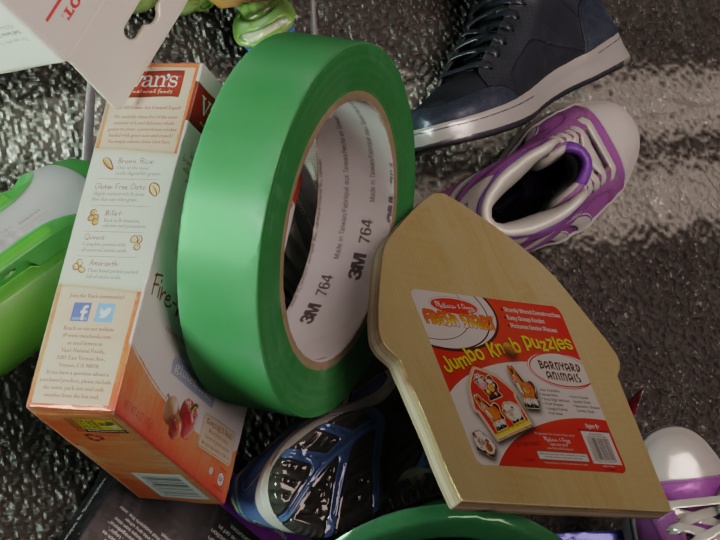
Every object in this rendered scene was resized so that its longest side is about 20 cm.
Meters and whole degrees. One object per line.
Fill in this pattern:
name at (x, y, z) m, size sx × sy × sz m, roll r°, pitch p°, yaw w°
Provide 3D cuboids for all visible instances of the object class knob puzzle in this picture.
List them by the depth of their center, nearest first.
knob puzzle at (0.069, 0.048, 1.518) m, size 0.220 × 0.030 × 0.220 m, roll 29°, pitch 40°, yaw -28°

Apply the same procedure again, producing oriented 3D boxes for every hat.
hat at (0.048, 0.138, 1.576) m, size 0.200 × 0.166 × 0.176 m, roll 28°, pitch 33°, yaw -27°

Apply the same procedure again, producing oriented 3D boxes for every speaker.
speaker at (-0.206, 0.020, 1.461) m, size 0.200 × 0.088 × 0.088 m, roll -38°, pitch 97°, yaw -36°

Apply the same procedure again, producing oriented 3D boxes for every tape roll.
tape roll at (-0.031, -0.024, 1.463) m, size 0.200 × 0.048 × 0.200 m, roll 9°, pitch 90°, yaw -68°

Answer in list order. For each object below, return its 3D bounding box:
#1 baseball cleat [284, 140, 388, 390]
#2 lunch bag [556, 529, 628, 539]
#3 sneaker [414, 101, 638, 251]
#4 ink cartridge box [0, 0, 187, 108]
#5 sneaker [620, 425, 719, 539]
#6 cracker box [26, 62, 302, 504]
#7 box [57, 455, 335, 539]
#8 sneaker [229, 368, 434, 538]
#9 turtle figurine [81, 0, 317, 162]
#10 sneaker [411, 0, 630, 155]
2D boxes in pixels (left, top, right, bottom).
baseball cleat at (0.000, 0.000, 1.614) m, size 0.106 × 0.070 × 0.200 m, roll -41°, pitch 100°, yaw -32°
lunch bag at (0.136, 0.230, 1.629) m, size 0.200 × 0.094 × 0.151 m, roll 1°, pitch 76°, yaw -24°
sneaker at (0.125, -0.056, 1.682) m, size 0.200 × 0.114 × 0.073 m, roll -36°, pitch 94°, yaw -38°
ink cartridge box at (-0.182, -0.183, 1.430) m, size 0.200 × 0.067 × 0.117 m, roll 45°, pitch 61°, yaw -30°
sneaker at (0.206, 0.175, 1.566) m, size 0.073 × 0.114 × 0.201 m, roll -9°, pitch 75°, yaw -13°
cracker box at (-0.100, 0.007, 1.467) m, size 0.134 × 0.058 × 0.200 m, roll 47°, pitch 50°, yaw -56°
box at (-0.107, 0.189, 1.504) m, size 0.143 × 0.036 × 0.200 m, roll 42°, pitch 55°, yaw -14°
sneaker at (0.012, 0.089, 1.542) m, size 0.200 × 0.077 × 0.076 m, roll -21°, pitch 95°, yaw -35°
turtle figurine at (-0.092, -0.182, 1.552) m, size 0.200 × 0.144 × 0.194 m, roll -50°, pitch 123°, yaw -40°
sneaker at (0.073, -0.160, 1.704) m, size 0.202 × 0.077 × 0.146 m, roll -33°, pitch 105°, yaw -46°
